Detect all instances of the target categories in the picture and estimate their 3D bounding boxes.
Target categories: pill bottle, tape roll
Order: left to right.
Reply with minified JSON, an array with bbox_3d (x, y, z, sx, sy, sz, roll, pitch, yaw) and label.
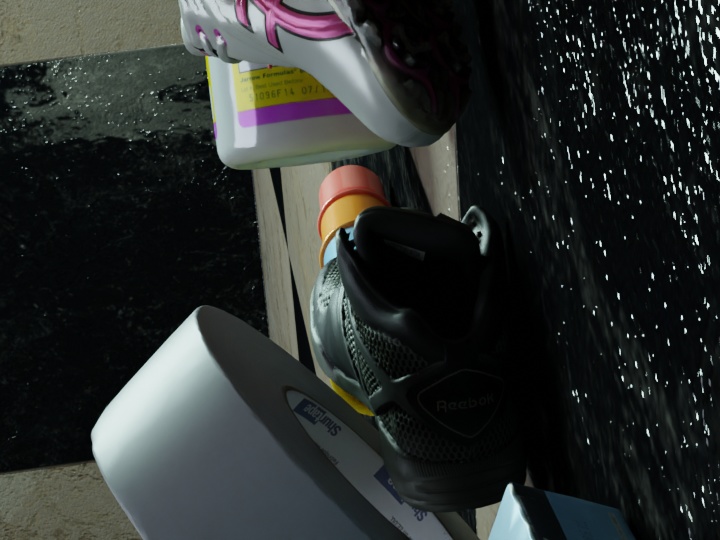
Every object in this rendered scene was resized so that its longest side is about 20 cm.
[{"bbox_3d":[-0.038,-0.160,1.178,0.104,0.103,0.202,168,95,-85],"label":"pill bottle"},{"bbox_3d":[-0.015,0.107,0.874,0.200,0.066,0.200,43,-174,-5],"label":"tape roll"}]

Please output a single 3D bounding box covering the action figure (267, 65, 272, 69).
[{"bbox_3d":[-0.016,-0.158,0.987,0.065,0.098,0.202,-119,19,-68],"label":"action figure"}]

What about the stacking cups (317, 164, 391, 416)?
[{"bbox_3d":[0.000,0.000,1.224,0.201,0.060,0.061,-104,8,-57],"label":"stacking cups"}]

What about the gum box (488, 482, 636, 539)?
[{"bbox_3d":[0.047,0.192,0.646,0.170,0.044,0.202,-112,38,-70],"label":"gum box"}]

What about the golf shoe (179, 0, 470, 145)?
[{"bbox_3d":[-0.029,-0.114,0.902,0.092,0.072,0.200,-51,58,24],"label":"golf shoe"}]

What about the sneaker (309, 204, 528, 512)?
[{"bbox_3d":[0.021,0.010,0.924,0.200,0.075,0.115,-117,22,-67],"label":"sneaker"}]
